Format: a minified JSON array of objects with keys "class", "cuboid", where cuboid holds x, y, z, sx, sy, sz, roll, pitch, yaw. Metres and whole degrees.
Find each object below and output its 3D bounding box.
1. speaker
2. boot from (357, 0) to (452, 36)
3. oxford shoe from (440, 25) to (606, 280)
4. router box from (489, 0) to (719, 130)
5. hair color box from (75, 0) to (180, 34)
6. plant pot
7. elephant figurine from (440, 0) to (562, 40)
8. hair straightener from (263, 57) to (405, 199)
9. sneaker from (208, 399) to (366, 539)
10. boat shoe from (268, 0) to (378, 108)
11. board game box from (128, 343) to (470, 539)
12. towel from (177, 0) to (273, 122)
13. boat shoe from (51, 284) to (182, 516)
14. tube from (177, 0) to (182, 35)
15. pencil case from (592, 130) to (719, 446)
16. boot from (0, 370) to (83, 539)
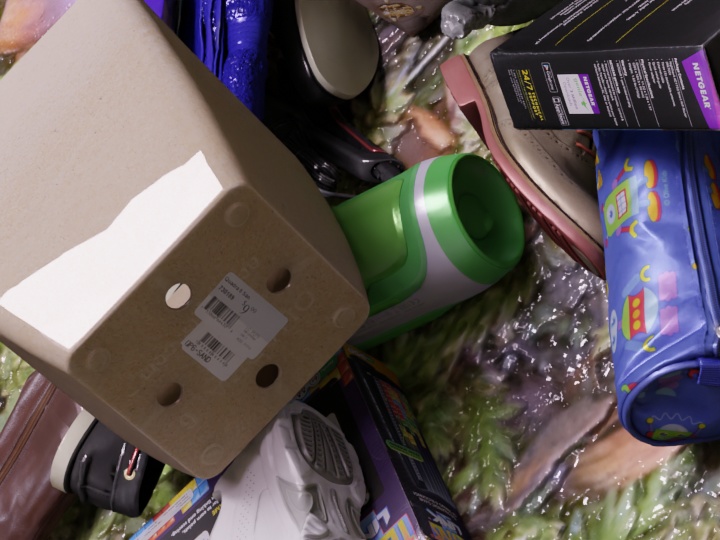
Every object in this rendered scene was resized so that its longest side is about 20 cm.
[{"class":"speaker","cuboid":[0.000,0.000,1.370,0.200,0.088,0.089,-25,49,34]},{"class":"boot","cuboid":[0.018,-0.253,1.530,0.186,0.064,0.201,-2,68,47]},{"class":"oxford shoe","cuboid":[0.113,-0.077,1.314,0.075,0.070,0.200,-34,49,6]},{"class":"router box","cuboid":[0.187,-0.140,1.205,0.200,0.051,0.149,-37,26,-33]},{"class":"hair color box","cuboid":[-0.155,-0.172,1.523,0.065,0.110,0.201,2,52,-2]},{"class":"plant pot","cuboid":[-0.114,-0.004,1.261,0.200,0.200,0.177,-45,42,0]},{"class":"elephant figurine","cuboid":[0.144,-0.229,1.345,0.199,0.141,0.156,-16,82,21]},{"class":"hair straightener","cuboid":[-0.036,-0.076,1.478,0.077,0.041,0.200,-21,40,-22]},{"class":"sneaker","cuboid":[-0.038,0.168,1.232,0.099,0.078,0.200,-45,32,25]},{"class":"boat shoe","cuboid":[-0.036,-0.173,1.533,0.063,0.074,0.202,-38,38,25]},{"class":"board game box","cuboid":[-0.039,0.167,1.324,0.200,0.057,0.166,-43,43,18]},{"class":"towel","cuboid":[-0.099,-0.131,1.485,0.148,0.049,0.201,127,150,-55]},{"class":"boat shoe","cuboid":[-0.118,0.068,1.435,0.063,0.074,0.202,23,58,13]},{"class":"tube","cuboid":[-0.123,-0.119,1.592,0.077,0.050,0.201,-17,48,45]},{"class":"pencil case","cuboid":[0.168,-0.006,1.196,0.087,0.078,0.201,121,153,-51]},{"class":"boot","cuboid":[-0.251,0.132,1.548,0.186,0.064,0.201,34,102,38]}]
